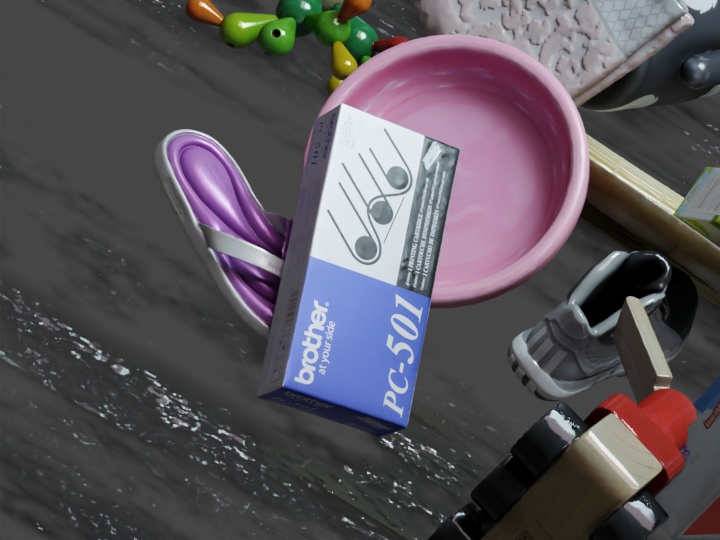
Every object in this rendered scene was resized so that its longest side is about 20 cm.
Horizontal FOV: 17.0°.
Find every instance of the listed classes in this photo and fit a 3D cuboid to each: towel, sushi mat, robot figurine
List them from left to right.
[{"bbox_3d":[0.136,-0.212,1.833,0.032,0.191,0.200,28,33,-55],"label":"towel"},{"bbox_3d":[0.226,-0.193,1.913,0.200,0.125,0.150,-10,73,-39],"label":"robot figurine"},{"bbox_3d":[0.226,-0.036,1.858,0.200,0.012,0.096,32,44,-5],"label":"sushi mat"}]

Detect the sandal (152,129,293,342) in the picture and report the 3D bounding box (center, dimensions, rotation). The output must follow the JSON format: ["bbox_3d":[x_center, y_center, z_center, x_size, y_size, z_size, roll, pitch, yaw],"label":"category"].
[{"bbox_3d":[-0.068,-0.019,1.614,0.203,0.050,0.082,49,44,11],"label":"sandal"}]

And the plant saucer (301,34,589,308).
[{"bbox_3d":[0.060,-0.064,1.678,0.200,0.051,0.201,-3,69,9],"label":"plant saucer"}]

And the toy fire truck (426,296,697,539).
[{"bbox_3d":[0.145,0.122,1.541,0.129,0.176,0.200,47,42,11],"label":"toy fire truck"}]

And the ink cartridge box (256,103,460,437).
[{"bbox_3d":[0.000,0.000,1.589,0.094,0.044,0.200,19,70,-23],"label":"ink cartridge box"}]

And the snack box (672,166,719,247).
[{"bbox_3d":[0.338,0.000,1.749,0.200,0.053,0.142,34,-2,-11],"label":"snack box"}]

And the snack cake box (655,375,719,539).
[{"bbox_3d":[0.312,0.130,1.695,0.200,0.115,0.067,3,52,-33],"label":"snack cake box"}]

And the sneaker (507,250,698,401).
[{"bbox_3d":[0.201,0.022,1.712,0.200,0.116,0.075,-26,71,-45],"label":"sneaker"}]

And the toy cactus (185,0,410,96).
[{"bbox_3d":[-0.037,-0.207,1.783,0.200,0.102,0.165,31,32,5],"label":"toy cactus"}]

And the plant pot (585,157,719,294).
[{"bbox_3d":[0.204,-0.037,1.746,0.200,0.027,0.200,34,4,-3],"label":"plant pot"}]
